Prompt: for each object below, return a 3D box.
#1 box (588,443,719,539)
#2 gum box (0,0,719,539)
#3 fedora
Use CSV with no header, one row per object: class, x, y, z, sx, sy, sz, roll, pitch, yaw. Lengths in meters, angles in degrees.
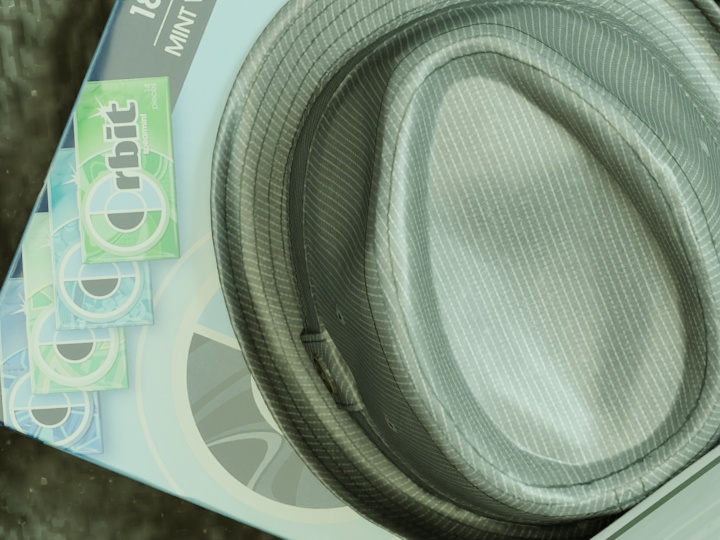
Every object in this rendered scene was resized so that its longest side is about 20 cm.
box,0.109,0.102,0.790,0.200,0.117,0.060,-39,62,18
gum box,0.000,0.000,0.853,0.200,0.045,0.170,22,92,1
fedora,0.046,-0.007,0.784,0.177,0.090,0.200,-16,91,1
